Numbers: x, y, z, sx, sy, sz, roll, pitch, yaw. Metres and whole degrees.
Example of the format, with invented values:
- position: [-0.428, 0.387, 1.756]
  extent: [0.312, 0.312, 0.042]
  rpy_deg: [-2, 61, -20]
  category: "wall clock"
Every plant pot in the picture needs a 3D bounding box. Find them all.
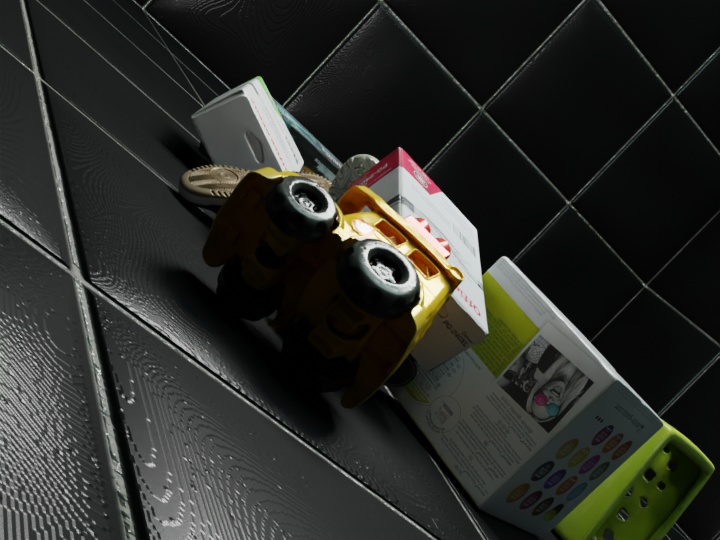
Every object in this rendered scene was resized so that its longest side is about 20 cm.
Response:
- position: [0.320, 0.261, 1.487]
  extent: [0.181, 0.200, 0.199]
  rpy_deg: [41, 3, 41]
  category: "plant pot"

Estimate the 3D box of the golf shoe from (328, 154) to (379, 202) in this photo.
- position: [0.005, -0.059, 1.337]
  extent: [0.078, 0.201, 0.097]
  rpy_deg: [9, 35, 11]
  category: "golf shoe"

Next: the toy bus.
- position: [-0.008, -0.011, 0.989]
  extent: [0.200, 0.136, 0.192]
  rpy_deg: [43, 39, 8]
  category: "toy bus"

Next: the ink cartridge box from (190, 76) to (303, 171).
- position: [-0.150, -0.176, 1.529]
  extent: [0.200, 0.084, 0.146]
  rpy_deg: [-82, 147, -75]
  category: "ink cartridge box"

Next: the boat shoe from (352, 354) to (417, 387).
- position: [-0.005, 0.079, 1.131]
  extent: [0.200, 0.073, 0.065]
  rpy_deg: [35, 21, -42]
  category: "boat shoe"

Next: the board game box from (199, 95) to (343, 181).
- position: [-0.126, -0.166, 1.695]
  extent: [0.200, 0.135, 0.028]
  rpy_deg: [42, 26, -28]
  category: "board game box"

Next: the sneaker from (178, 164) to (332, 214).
- position: [-0.127, -0.058, 1.290]
  extent: [0.199, 0.109, 0.070]
  rpy_deg: [-1, 38, -37]
  category: "sneaker"

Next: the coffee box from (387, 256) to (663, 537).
- position: [0.179, 0.145, 1.245]
  extent: [0.200, 0.198, 0.200]
  rpy_deg: [51, 8, 35]
  category: "coffee box"

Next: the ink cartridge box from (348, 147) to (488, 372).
- position: [0.058, -0.014, 1.184]
  extent: [0.145, 0.083, 0.200]
  rpy_deg: [46, 25, -25]
  category: "ink cartridge box"
